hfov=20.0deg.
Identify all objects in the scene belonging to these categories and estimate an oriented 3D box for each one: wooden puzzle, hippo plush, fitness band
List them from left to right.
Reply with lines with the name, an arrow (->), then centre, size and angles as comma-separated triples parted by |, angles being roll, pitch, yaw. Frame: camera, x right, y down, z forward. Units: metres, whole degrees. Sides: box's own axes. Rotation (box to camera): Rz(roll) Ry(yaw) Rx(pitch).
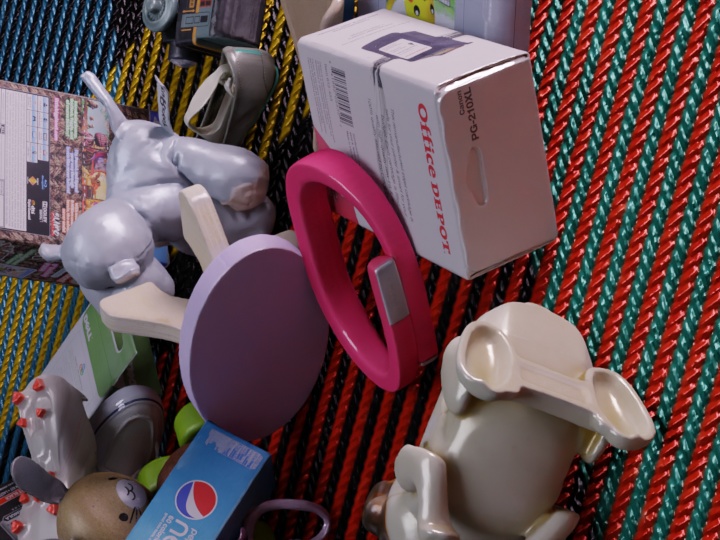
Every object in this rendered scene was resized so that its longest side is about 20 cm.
hippo plush -> -0.172, -0.038, 1.731 | 0.159, 0.200, 0.161 | 7, 49, 26
wooden puzzle -> -0.035, -0.226, 1.680 | 0.185, 0.037, 0.200 | 96, 165, -56
fitness band -> 0.000, 0.000, 1.527 | 0.144, 0.037, 0.200 | 43, 154, 46

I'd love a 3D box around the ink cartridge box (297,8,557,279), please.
ink cartridge box -> 0.047, -0.096, 1.473 | 0.200, 0.084, 0.145 | 28, 135, 56

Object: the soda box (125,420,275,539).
soda box -> -0.145, 0.223, 1.608 | 0.200, 0.064, 0.068 | -56, -18, -25

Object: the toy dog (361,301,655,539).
toy dog -> 0.076, 0.129, 1.372 | 0.200, 0.139, 0.194 | -63, 23, 25

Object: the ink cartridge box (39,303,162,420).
ink cartridge box -> -0.243, 0.100, 1.947 | 0.200, 0.059, 0.104 | -51, 43, 38

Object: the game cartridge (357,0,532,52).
game cartridge -> 0.057, -0.194, 1.530 | 0.200, 0.040, 0.134 | 39, 140, 48

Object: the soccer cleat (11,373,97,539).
soccer cleat -> -0.263, 0.186, 1.803 | 0.069, 0.077, 0.201 | -25, 58, 32

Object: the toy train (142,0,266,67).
toy train -> -0.132, -0.285, 1.862 | 0.114, 0.085, 0.201 | 4, 83, 46

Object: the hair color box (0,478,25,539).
hair color box -> -0.262, 0.270, 1.821 | 0.200, 0.101, 0.061 | 41, 139, 27

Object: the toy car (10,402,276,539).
toy car -> -0.194, 0.203, 1.712 | 0.158, 0.200, 0.165 | -55, 40, 34

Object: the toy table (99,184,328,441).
toy table -> -0.106, 0.030, 1.660 | 0.117, 0.183, 0.200 | 47, 138, 42

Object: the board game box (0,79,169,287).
board game box -> -0.292, -0.078, 1.939 | 0.097, 0.200, 0.160 | -30, 57, 52

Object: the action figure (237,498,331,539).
action figure -> -0.100, 0.295, 1.616 | 0.149, 0.134, 0.200 | -87, 9, -54

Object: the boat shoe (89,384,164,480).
boat shoe -> -0.224, 0.203, 1.878 | 0.202, 0.074, 0.086 | -63, 36, 31

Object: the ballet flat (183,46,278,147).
ballet flat -> -0.138, -0.114, 1.835 | 0.200, 0.064, 0.067 | -65, 35, 24
